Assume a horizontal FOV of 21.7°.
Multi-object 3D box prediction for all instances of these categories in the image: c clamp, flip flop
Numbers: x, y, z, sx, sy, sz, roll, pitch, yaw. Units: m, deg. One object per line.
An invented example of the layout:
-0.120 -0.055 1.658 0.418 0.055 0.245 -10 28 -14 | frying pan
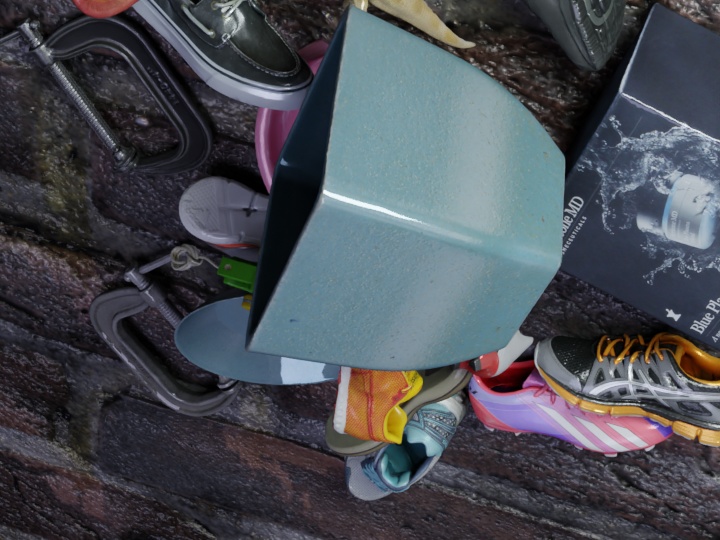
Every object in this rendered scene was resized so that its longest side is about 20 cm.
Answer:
-0.185 0.071 1.865 0.170 0.027 0.201 -13 125 35 | c clamp
0.031 0.107 1.757 0.057 0.082 0.200 25 138 -32 | flip flop
-0.229 -0.156 1.674 0.170 0.027 0.200 -23 118 35 | c clamp

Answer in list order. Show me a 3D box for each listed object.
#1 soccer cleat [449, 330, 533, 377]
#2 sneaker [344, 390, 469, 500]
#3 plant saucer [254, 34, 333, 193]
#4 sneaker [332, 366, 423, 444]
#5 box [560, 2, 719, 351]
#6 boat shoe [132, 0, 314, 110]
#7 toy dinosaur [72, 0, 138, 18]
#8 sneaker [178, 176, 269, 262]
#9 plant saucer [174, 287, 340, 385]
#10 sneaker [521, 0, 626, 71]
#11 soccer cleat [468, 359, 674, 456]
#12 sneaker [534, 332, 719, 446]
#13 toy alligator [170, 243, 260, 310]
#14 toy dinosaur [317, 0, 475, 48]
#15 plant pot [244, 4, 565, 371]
0.098 -0.006 1.633 0.068 0.085 0.202 3 113 53 | soccer cleat
0.028 0.180 1.836 0.077 0.087 0.200 31 139 -6 | sneaker
0.012 -0.103 1.549 0.199 0.051 0.202 9 116 19 | plant saucer
0.018 0.068 1.600 0.076 0.073 0.201 8 138 8 | sneaker
0.260 -0.064 1.450 0.199 0.118 0.197 27 139 0 | box
-0.114 -0.202 1.497 0.199 0.072 0.071 37 137 19 | boat shoe
-0.141 -0.247 1.414 0.198 0.182 0.106 11 136 15 | toy dinosaur
-0.066 -0.028 1.703 0.199 0.078 0.082 24 166 4 | sneaker
-0.075 0.051 1.760 0.199 0.039 0.201 0 153 0 | plant saucer
0.130 -0.235 1.387 0.090 0.076 0.201 -4 124 42 | sneaker
0.191 0.118 1.710 0.198 0.067 0.077 6 137 26 | soccer cleat
0.251 0.087 1.649 0.198 0.078 0.078 14 124 8 | sneaker
-0.079 0.010 1.635 0.199 0.060 0.054 14 172 38 | toy alligator
0.009 -0.218 1.440 0.200 0.101 0.058 46 169 -17 | toy dinosaur
0.043 -0.041 1.410 0.198 0.197 0.197 16 139 -12 | plant pot
